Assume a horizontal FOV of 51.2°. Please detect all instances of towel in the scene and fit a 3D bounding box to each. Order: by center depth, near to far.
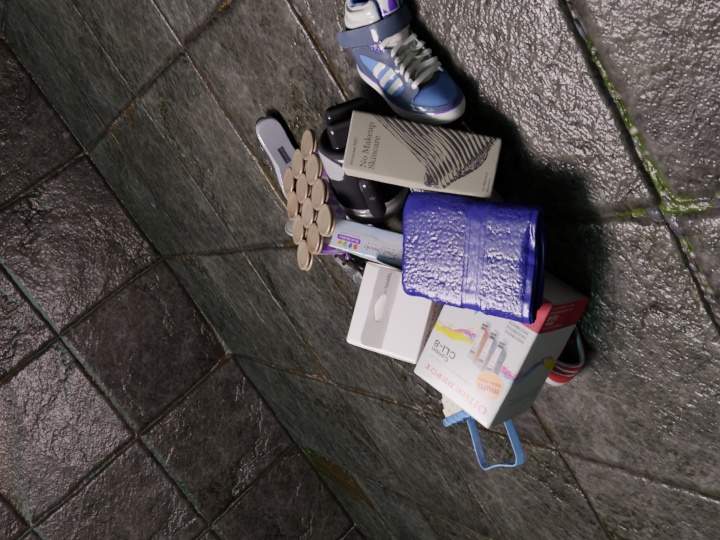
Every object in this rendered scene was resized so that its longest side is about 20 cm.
[{"bbox_3d":[0.146,-0.022,0.980,0.197,0.049,0.151,12,107,34],"label":"towel"}]

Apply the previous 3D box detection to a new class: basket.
[{"bbox_3d":[0.229,0.258,1.369,0.176,0.137,0.204,133,127,-68],"label":"basket"}]

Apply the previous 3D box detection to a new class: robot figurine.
[{"bbox_3d":[0.007,-0.168,1.181,0.123,0.151,0.202,13,142,33],"label":"robot figurine"}]

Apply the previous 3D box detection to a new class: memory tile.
[{"bbox_3d":[-0.086,-0.115,1.235,0.154,0.017,0.203,-54,43,50],"label":"memory tile"}]

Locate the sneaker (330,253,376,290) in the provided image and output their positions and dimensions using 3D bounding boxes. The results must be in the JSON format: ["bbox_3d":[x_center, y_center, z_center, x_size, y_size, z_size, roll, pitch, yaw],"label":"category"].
[{"bbox_3d":[0.000,0.000,1.361,0.200,0.075,0.079,47,154,10],"label":"sneaker"}]

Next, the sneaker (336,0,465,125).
[{"bbox_3d":[0.051,-0.288,0.964,0.200,0.080,0.147,42,161,33],"label":"sneaker"}]

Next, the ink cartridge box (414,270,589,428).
[{"bbox_3d":[0.199,0.093,1.071,0.145,0.144,0.203,34,112,30],"label":"ink cartridge box"}]

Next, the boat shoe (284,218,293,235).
[{"bbox_3d":[-0.100,-0.088,1.580,0.060,0.074,0.199,38,171,-27],"label":"boat shoe"}]

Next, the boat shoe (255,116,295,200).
[{"bbox_3d":[-0.153,-0.215,1.493,0.202,0.069,0.066,59,173,-27],"label":"boat shoe"}]

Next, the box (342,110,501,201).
[{"bbox_3d":[0.080,-0.149,0.986,0.196,0.084,0.068,10,-177,3],"label":"box"}]

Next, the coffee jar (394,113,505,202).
[{"bbox_3d":[0.111,-0.140,1.074,0.201,0.085,0.104,52,157,-2],"label":"coffee jar"}]

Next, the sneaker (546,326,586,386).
[{"bbox_3d":[0.262,0.092,1.165,0.199,0.071,0.113,39,160,7],"label":"sneaker"}]

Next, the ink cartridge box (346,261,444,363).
[{"bbox_3d":[0.078,0.071,1.174,0.123,0.131,0.199,14,180,28],"label":"ink cartridge box"}]

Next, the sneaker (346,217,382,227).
[{"bbox_3d":[-0.011,-0.134,1.366,0.114,0.076,0.203,11,135,33],"label":"sneaker"}]

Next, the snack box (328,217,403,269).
[{"bbox_3d":[0.066,-0.029,1.211,0.197,0.054,0.142,17,178,22],"label":"snack box"}]

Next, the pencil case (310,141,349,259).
[{"bbox_3d":[-0.053,-0.124,1.283,0.084,0.084,0.204,-154,69,-73],"label":"pencil case"}]
